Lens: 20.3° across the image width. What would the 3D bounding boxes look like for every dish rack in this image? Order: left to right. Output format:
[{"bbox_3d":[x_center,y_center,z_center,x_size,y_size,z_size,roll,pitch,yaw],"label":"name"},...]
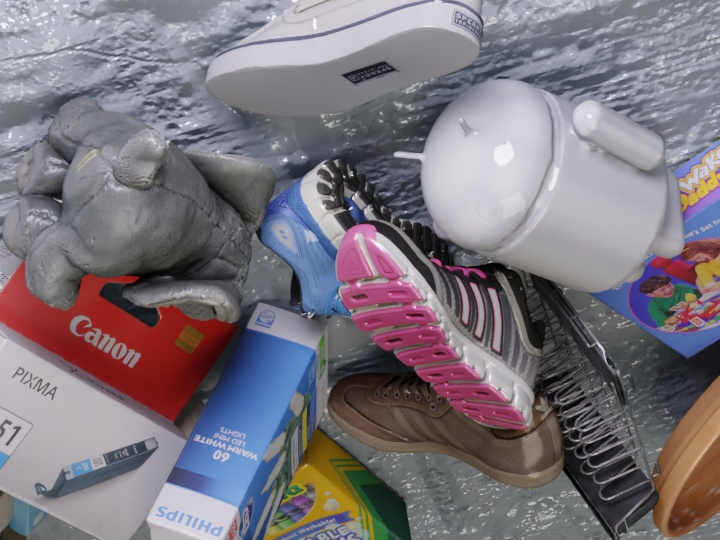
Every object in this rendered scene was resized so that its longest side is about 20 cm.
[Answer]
[{"bbox_3d":[0.155,0.087,1.469,0.054,0.154,0.201,-30,140,-7],"label":"dish rack"}]

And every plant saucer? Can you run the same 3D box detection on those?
[{"bbox_3d":[0.290,0.120,1.553,0.200,0.037,0.201,-38,154,-23],"label":"plant saucer"}]

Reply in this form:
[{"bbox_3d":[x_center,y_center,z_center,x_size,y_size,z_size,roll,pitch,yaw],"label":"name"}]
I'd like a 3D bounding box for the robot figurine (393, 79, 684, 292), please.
[{"bbox_3d":[0.121,-0.055,1.315,0.199,0.114,0.169,20,141,-31],"label":"robot figurine"}]

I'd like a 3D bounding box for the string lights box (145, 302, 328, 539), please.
[{"bbox_3d":[-0.085,0.134,1.433,0.058,0.201,0.103,16,143,12],"label":"string lights box"}]

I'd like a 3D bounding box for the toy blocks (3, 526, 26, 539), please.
[{"bbox_3d":[-0.316,0.259,1.589,0.099,0.138,0.200,16,134,-27],"label":"toy blocks"}]

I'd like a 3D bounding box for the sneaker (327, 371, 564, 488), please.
[{"bbox_3d":[0.062,0.095,1.482,0.199,0.070,0.076,14,127,30],"label":"sneaker"}]

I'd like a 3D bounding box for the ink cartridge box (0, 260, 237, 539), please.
[{"bbox_3d":[-0.185,0.079,1.377,0.177,0.045,0.200,-53,135,2],"label":"ink cartridge box"}]

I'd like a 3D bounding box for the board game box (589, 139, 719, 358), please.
[{"bbox_3d":[0.268,-0.028,1.431,0.199,0.045,0.134,-35,134,28],"label":"board game box"}]

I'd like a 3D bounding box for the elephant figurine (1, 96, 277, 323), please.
[{"bbox_3d":[-0.116,-0.024,1.297,0.199,0.155,0.142,25,106,-35],"label":"elephant figurine"}]

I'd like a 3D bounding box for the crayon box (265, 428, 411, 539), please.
[{"bbox_3d":[-0.061,0.189,1.623,0.125,0.052,0.200,-26,137,19],"label":"crayon box"}]

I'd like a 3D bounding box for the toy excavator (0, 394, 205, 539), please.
[{"bbox_3d":[-0.236,0.126,1.485,0.194,0.200,0.100,31,143,16],"label":"toy excavator"}]

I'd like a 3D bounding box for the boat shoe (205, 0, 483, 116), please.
[{"bbox_3d":[-0.011,-0.146,1.219,0.199,0.066,0.072,-14,149,41],"label":"boat shoe"}]

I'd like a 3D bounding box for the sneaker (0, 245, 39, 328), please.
[{"bbox_3d":[-0.309,0.007,1.337,0.198,0.075,0.082,-6,135,-8],"label":"sneaker"}]

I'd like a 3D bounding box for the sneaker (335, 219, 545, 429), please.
[{"bbox_3d":[0.059,0.020,1.339,0.073,0.088,0.200,-8,138,45],"label":"sneaker"}]

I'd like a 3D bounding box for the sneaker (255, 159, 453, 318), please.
[{"bbox_3d":[0.000,0.000,1.402,0.089,0.079,0.200,-20,134,30],"label":"sneaker"}]
